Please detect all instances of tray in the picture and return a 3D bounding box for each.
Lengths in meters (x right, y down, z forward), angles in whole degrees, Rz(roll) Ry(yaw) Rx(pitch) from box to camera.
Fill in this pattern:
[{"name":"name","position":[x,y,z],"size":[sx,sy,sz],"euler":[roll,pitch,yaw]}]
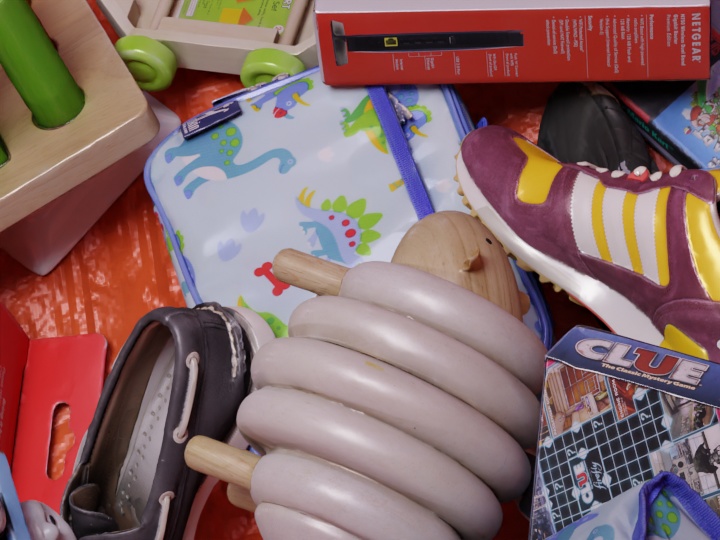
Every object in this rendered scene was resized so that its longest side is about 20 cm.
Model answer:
[{"name":"tray","position":[-0.192,-0.091,1.496],"size":[0.200,0.022,0.107],"euler":[37,78,27]}]

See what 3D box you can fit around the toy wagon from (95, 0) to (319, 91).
[{"name":"toy wagon","position":[-0.032,-0.150,1.461],"size":[0.199,0.040,0.156],"euler":[7,59,18]}]

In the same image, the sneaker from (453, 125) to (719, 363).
[{"name":"sneaker","position":[0.127,-0.019,1.277],"size":[0.200,0.075,0.090],"euler":[43,111,30]}]

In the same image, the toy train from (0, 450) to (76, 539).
[{"name":"toy train","position":[-0.206,0.151,1.280],"size":[0.200,0.114,0.087],"euler":[-38,61,27]}]

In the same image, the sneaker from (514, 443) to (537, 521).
[{"name":"sneaker","position":[0.159,0.106,1.273],"size":[0.199,0.080,0.078],"euler":[23,86,18]}]

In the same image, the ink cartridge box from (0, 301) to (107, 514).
[{"name":"ink cartridge box","position":[-0.226,0.072,1.399],"size":[0.199,0.067,0.117],"euler":[-4,64,15]}]

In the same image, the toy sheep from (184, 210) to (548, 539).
[{"name":"toy sheep","position":[0.008,0.067,1.234],"size":[0.137,0.138,0.201],"euler":[19,79,22]}]

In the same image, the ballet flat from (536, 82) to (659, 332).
[{"name":"ballet flat","position":[0.132,-0.003,1.358],"size":[0.057,0.067,0.201],"euler":[-1,54,-35]}]

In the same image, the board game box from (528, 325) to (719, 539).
[{"name":"board game box","position":[0.134,0.132,1.213],"size":[0.135,0.201,0.035],"euler":[16,31,21]}]

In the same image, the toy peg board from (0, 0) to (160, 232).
[{"name":"toy peg board","position":[-0.229,-0.101,1.413],"size":[0.199,0.098,0.199],"euler":[-31,45,-2]}]

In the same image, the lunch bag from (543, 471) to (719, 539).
[{"name":"lunch bag","position":[0.109,0.203,1.162],"size":[0.170,0.200,0.128],"euler":[-34,11,36]}]

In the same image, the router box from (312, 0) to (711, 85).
[{"name":"router box","position":[0.074,-0.174,1.396],"size":[0.178,0.049,0.201],"euler":[0,49,7]}]

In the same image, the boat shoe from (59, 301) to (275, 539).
[{"name":"boat shoe","position":[-0.102,0.104,1.311],"size":[0.074,0.060,0.201],"euler":[42,112,38]}]

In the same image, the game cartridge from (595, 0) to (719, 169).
[{"name":"game cartridge","position":[0.198,-0.088,1.383],"size":[0.130,0.038,0.200],"euler":[-40,62,-11]}]

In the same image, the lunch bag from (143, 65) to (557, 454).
[{"name":"lunch bag","position":[0.000,0.000,1.368],"size":[0.160,0.083,0.201],"euler":[-21,63,2]}]
